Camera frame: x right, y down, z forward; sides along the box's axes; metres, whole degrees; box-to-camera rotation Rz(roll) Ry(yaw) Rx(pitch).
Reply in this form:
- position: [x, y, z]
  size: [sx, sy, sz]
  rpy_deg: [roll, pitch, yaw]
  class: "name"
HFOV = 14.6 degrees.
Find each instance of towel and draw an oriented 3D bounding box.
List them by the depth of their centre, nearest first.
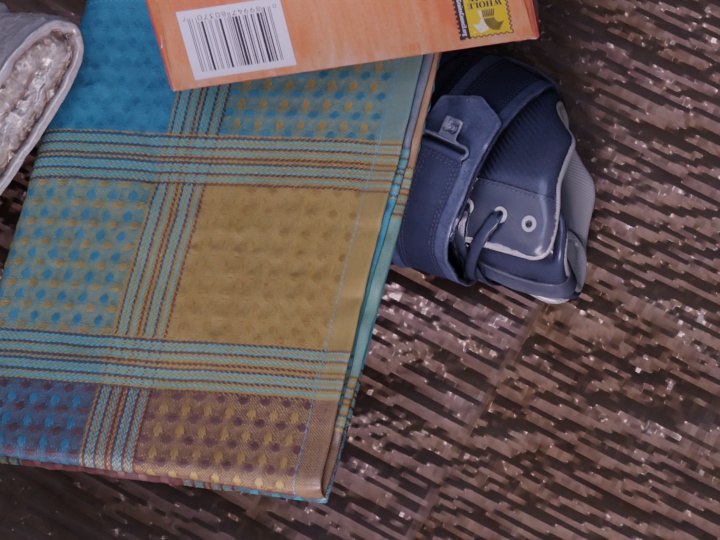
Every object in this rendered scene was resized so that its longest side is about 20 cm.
- position: [-0.055, -0.017, 1.007]
  size: [0.146, 0.022, 0.201]
  rpy_deg: [5, 65, 19]
  class: "towel"
- position: [-0.186, -0.019, 1.063]
  size: [0.034, 0.132, 0.201]
  rpy_deg: [36, 83, -28]
  class: "towel"

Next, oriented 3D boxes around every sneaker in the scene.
- position: [0.000, -0.001, 1.047]
  size: [0.146, 0.077, 0.203]
  rpy_deg: [30, 84, 17]
  class: "sneaker"

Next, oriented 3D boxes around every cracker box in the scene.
- position: [-0.005, -0.153, 1.036]
  size: [0.133, 0.058, 0.201]
  rpy_deg: [-7, 40, 8]
  class: "cracker box"
